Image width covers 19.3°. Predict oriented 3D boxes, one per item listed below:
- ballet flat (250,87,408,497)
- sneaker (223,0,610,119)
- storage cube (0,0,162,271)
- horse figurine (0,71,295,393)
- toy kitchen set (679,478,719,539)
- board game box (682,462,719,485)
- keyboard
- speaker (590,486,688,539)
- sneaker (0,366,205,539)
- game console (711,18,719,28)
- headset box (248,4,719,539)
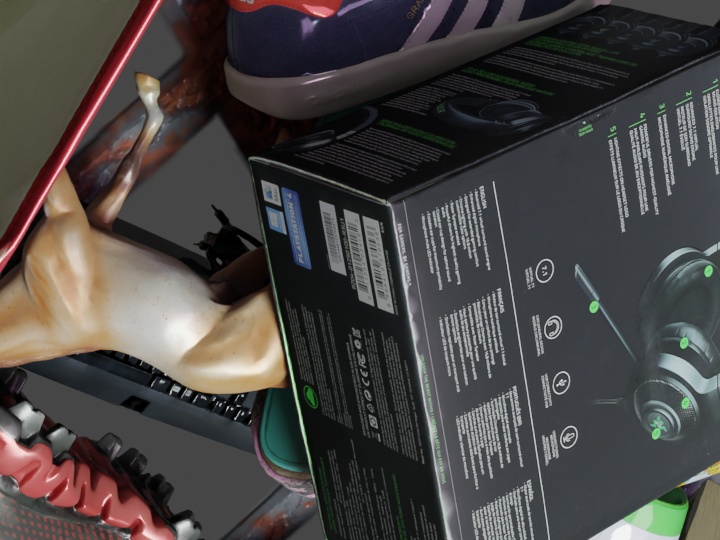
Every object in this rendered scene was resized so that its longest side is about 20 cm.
[{"bbox_3d":[0.000,0.000,0.924,0.071,0.068,0.202,33,68,-72],"label":"ballet flat"},{"bbox_3d":[0.030,-0.131,0.867,0.199,0.075,0.085,-25,122,-33],"label":"sneaker"},{"bbox_3d":[-0.171,-0.123,0.615,0.170,0.180,0.201,19,106,-47],"label":"storage cube"},{"bbox_3d":[-0.073,-0.003,0.841,0.198,0.050,0.134,19,90,-14],"label":"horse figurine"},{"bbox_3d":[0.204,0.271,1.197,0.201,0.179,0.164,-59,179,-43],"label":"toy kitchen set"},{"bbox_3d":[0.195,0.000,1.041,0.102,0.105,0.201,-13,146,-34],"label":"board game box"},{"bbox_3d":[-0.067,0.027,0.928,0.199,0.040,0.104,25,104,-49],"label":"keyboard"},{"bbox_3d":[0.099,0.191,1.162,0.088,0.088,0.201,15,110,-46],"label":"speaker"},{"bbox_3d":[-0.135,0.114,0.913,0.098,0.071,0.200,-48,137,0],"label":"sneaker"},{"bbox_3d":[0.287,-0.091,1.080,0.173,0.119,0.200,-48,139,0],"label":"game console"},{"bbox_3d":[0.074,0.006,0.840,0.199,0.092,0.176,-26,118,-29],"label":"headset box"}]
